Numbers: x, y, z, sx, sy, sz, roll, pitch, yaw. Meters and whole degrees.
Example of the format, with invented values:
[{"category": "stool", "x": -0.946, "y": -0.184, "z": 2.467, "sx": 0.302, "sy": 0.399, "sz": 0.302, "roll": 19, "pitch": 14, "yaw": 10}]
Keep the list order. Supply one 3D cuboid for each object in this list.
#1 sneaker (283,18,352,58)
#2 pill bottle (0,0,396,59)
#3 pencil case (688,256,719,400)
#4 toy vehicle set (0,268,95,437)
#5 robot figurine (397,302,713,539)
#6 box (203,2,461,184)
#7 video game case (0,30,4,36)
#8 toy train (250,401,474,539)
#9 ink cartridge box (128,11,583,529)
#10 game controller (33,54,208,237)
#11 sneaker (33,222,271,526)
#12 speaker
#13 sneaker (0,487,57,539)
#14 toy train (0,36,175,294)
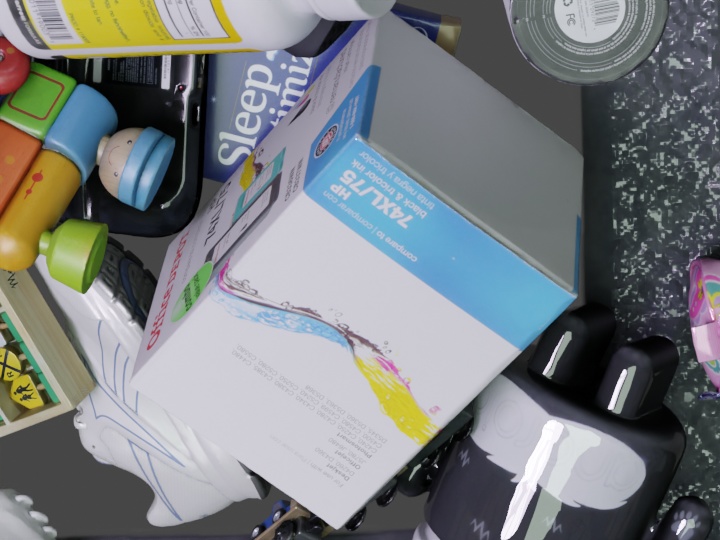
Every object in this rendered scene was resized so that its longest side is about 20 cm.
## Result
[{"category": "sneaker", "x": -0.011, "y": -0.200, "z": 1.402, "sx": 0.083, "sy": 0.072, "sz": 0.200, "roll": 38, "pitch": 115, "yaw": 6}, {"category": "pill bottle", "x": -0.083, "y": -0.165, "z": 1.352, "sx": 0.199, "sy": 0.112, "sz": 0.113, "roll": 0, "pitch": 106, "yaw": 25}, {"category": "pencil case", "x": 0.278, "y": 0.016, "z": 1.485, "sx": 0.199, "sy": 0.087, "sz": 0.088, "roll": -10, "pitch": 105, "yaw": 4}, {"category": "toy vehicle set", "x": -0.246, "y": 0.004, "z": 1.499, "sx": 0.124, "sy": 0.027, "sz": 0.201, "roll": -22, "pitch": 104, "yaw": 36}, {"category": "robot figurine", "x": 0.106, "y": 0.119, "z": 1.500, "sx": 0.124, "sy": 0.150, "sz": 0.201, "roll": 14, "pitch": 106, "yaw": -31}, {"category": "box", "x": -0.055, "y": -0.105, "z": 1.490, "sx": 0.199, "sy": 0.032, "sz": 0.122, "roll": 15, "pitch": 105, "yaw": -1}, {"category": "video game case", "x": -0.295, "y": -0.144, "z": 1.428, "sx": 0.199, "sy": 0.183, "sz": 0.023, "roll": 31, "pitch": 146, "yaw": -6}, {"category": "toy train", "x": -0.005, "y": 0.118, "z": 1.515, "sx": 0.034, "sy": 0.046, "sz": 0.200, "roll": 29, "pitch": 128, "yaw": -25}, {"category": "ink cartridge box", "x": 0.000, "y": 0.000, "z": 1.426, "sx": 0.146, "sy": 0.147, "sz": 0.200, "roll": 35, "pitch": 119, "yaw": -15}, {"category": "game controller", "x": -0.130, "y": -0.119, "z": 1.466, "sx": 0.104, "sy": 0.042, "sz": 0.201, "roll": 6, "pitch": 99, "yaw": 17}, {"category": "sneaker", "x": -0.133, "y": 0.063, "z": 1.519, "sx": 0.087, "sy": 0.075, "sz": 0.201, "roll": -30, "pitch": 101, "yaw": 15}, {"category": "speaker", "x": 0.108, "y": -0.160, "z": 1.383, "sx": 0.081, "sy": 0.200, "sz": 0.082, "roll": 0, "pitch": 110, "yaw": -1}, {"category": "sneaker", "x": -0.200, "y": 0.163, "z": 1.546, "sx": 0.199, "sy": 0.073, "sz": 0.071, "roll": 27, "pitch": 65, "yaw": -21}, {"category": "toy train", "x": -0.183, "y": -0.018, "z": 1.385, "sx": 0.115, "sy": 0.201, "sz": 0.085, "roll": 22, "pitch": 146, "yaw": 7}]
